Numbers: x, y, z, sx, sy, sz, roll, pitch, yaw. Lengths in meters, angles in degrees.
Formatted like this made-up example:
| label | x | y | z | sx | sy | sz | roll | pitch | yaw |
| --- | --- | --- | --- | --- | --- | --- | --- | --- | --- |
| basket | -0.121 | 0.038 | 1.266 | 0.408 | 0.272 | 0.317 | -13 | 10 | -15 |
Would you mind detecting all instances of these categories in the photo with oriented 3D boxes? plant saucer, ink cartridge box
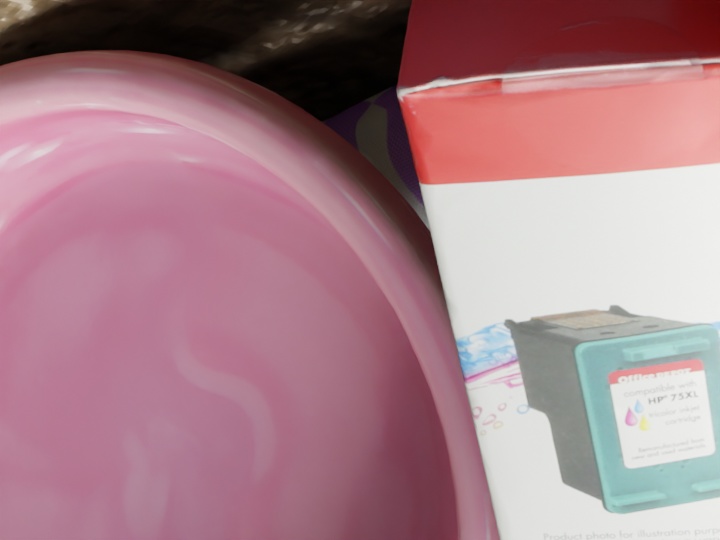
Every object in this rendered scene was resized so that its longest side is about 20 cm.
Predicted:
| label | x | y | z | sx | sy | sz | roll | pitch | yaw |
| --- | --- | --- | --- | --- | --- | --- | --- | --- | --- |
| plant saucer | -0.047 | 0.049 | 0.654 | 0.200 | 0.202 | 0.051 | -27 | 174 | 30 |
| ink cartridge box | 0.055 | -0.024 | 0.551 | 0.067 | 0.117 | 0.201 | -4 | 128 | 12 |

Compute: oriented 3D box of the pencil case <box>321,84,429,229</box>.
| label | x | y | z | sx | sy | sz | roll | pitch | yaw |
| --- | --- | --- | --- | --- | --- | --- | --- | --- | --- |
| pencil case | 0.000 | 0.000 | 0.708 | 0.199 | 0.084 | 0.086 | -23 | -160 | 21 |
